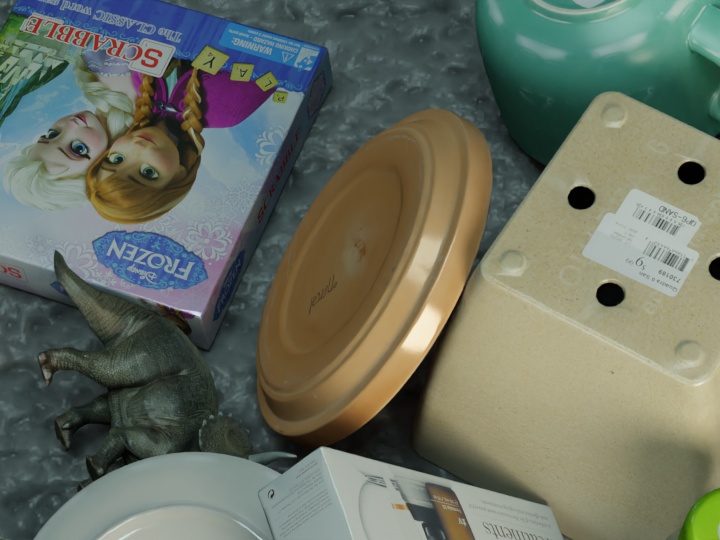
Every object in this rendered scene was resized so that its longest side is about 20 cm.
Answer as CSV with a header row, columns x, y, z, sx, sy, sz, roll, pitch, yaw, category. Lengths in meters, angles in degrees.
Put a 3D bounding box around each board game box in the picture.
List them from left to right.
x,y,z,sx,sy,sz,roll,pitch,yaw,category
-0.144,-0.071,1.558,0.199,0.041,0.200,16,62,14,board game box

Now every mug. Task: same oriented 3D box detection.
x,y,z,sx,sy,sz,roll,pitch,yaw,category
0.158,-0.148,1.516,0.184,0.115,0.153,-6,54,14,mug

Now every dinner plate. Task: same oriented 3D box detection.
x,y,z,sx,sy,sz,roll,pitch,yaw,category
-0.093,0.186,1.322,0.199,0.024,0.201,-4,70,10,dinner plate

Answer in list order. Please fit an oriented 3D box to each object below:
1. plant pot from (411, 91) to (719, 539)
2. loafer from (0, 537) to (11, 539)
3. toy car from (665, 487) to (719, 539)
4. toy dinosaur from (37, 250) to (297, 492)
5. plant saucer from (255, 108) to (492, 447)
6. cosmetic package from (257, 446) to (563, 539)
x,y,z,sx,sy,sz,roll,pitch,yaw,category
0.155,0.024,1.400,0.199,0.177,0.200,28,65,19,plant pot
-0.115,0.154,1.393,0.199,0.075,0.070,3,94,2,loafer
0.251,0.199,1.307,0.199,0.165,0.159,-3,59,-8,toy car
-0.119,0.075,1.462,0.102,0.077,0.201,-18,57,-19,toy dinosaur
0.000,0.000,1.427,0.032,0.200,0.201,28,59,-22,plant saucer
0.049,0.179,1.312,0.052,0.199,0.151,-35,58,27,cosmetic package
